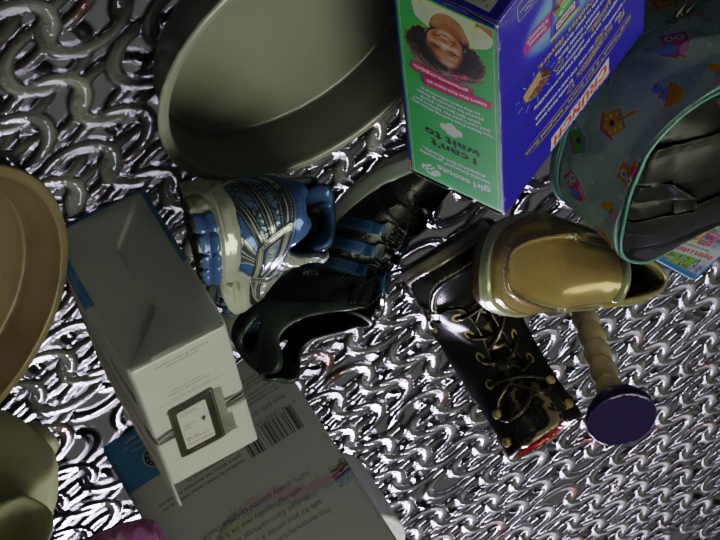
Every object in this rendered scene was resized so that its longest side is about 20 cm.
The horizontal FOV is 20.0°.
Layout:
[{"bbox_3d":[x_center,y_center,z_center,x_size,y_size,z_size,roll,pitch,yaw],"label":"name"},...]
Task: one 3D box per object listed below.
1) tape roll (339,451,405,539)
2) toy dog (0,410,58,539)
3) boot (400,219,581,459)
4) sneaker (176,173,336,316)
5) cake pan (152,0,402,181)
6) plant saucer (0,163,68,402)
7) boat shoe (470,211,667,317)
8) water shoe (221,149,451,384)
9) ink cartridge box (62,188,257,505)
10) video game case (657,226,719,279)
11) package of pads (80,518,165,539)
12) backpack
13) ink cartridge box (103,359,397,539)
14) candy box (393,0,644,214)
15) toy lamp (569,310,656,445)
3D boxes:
[{"bbox_3d":[-0.064,0.240,1.699,0.202,0.071,0.203,-25,151,-16],"label":"tape roll"},{"bbox_3d":[-0.291,0.185,1.332,0.200,0.139,0.194,-54,-177,28],"label":"toy dog"},{"bbox_3d":[0.095,0.053,1.456,0.073,0.151,0.200,-30,169,-7],"label":"boot"},{"bbox_3d":[-0.053,-0.019,1.239,0.085,0.077,0.200,-13,177,2],"label":"sneaker"},{"bbox_3d":[-0.036,-0.134,1.188,0.200,0.037,0.200,-26,151,-16],"label":"cake pan"},{"bbox_3d":[-0.248,0.024,1.155,0.200,0.029,0.200,-38,146,-32],"label":"plant saucer"},{"bbox_3d":[0.150,-0.002,1.396,0.200,0.076,0.072,-6,105,-56],"label":"boat shoe"},{"bbox_3d":[0.000,0.000,1.388,0.200,0.079,0.071,-40,152,9],"label":"water shoe"},{"bbox_3d":[-0.126,0.054,1.297,0.068,0.116,0.200,-27,152,-11],"label":"ink cartridge box"},{"bbox_3d":[0.319,-0.076,1.679,0.200,0.018,0.143,-43,151,15],"label":"video game case"},{"bbox_3d":[-0.207,0.236,1.457,0.120,0.076,0.200,-23,177,-22],"label":"package of pads"},{"bbox_3d":[0.217,-0.106,1.379,0.200,0.153,0.176,-35,153,-26],"label":"backpack"},{"bbox_3d":[-0.064,0.193,1.488,0.147,0.200,0.146,-31,152,-6],"label":"ink cartridge box"},{"bbox_3d":[0.098,-0.156,1.201,0.169,0.077,0.200,-53,157,-22],"label":"candy box"},{"bbox_3d":[0.167,0.040,1.508,0.058,0.200,0.058,-6,130,-7],"label":"toy lamp"}]
